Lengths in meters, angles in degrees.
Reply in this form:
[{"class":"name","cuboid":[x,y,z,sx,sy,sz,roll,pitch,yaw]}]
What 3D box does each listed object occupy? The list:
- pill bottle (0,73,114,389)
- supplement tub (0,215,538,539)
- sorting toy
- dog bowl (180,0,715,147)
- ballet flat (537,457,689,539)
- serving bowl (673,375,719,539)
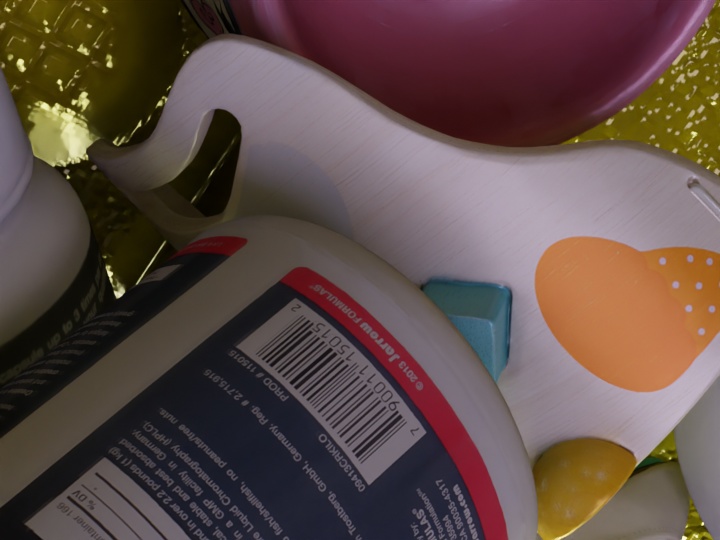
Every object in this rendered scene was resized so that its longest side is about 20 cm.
[{"class":"pill bottle","cuboid":[-0.129,0.033,0.732,0.113,0.114,0.201,-19,124,-6]},{"class":"supplement tub","cuboid":[-0.060,0.091,0.625,0.200,0.140,0.141,-39,130,-31]},{"class":"sorting toy","cuboid":[0.000,0.000,0.732,0.180,0.200,0.107,38,64,-11]},{"class":"dog bowl","cuboid":[0.035,-0.123,0.728,0.199,0.074,0.201,-8,121,-13]},{"class":"ballet flat","cuboid":[0.072,0.125,0.845,0.199,0.069,0.070,-16,129,-43]},{"class":"serving bowl","cuboid":[0.219,0.046,0.851,0.199,0.066,0.202,-1,97,-11]}]
